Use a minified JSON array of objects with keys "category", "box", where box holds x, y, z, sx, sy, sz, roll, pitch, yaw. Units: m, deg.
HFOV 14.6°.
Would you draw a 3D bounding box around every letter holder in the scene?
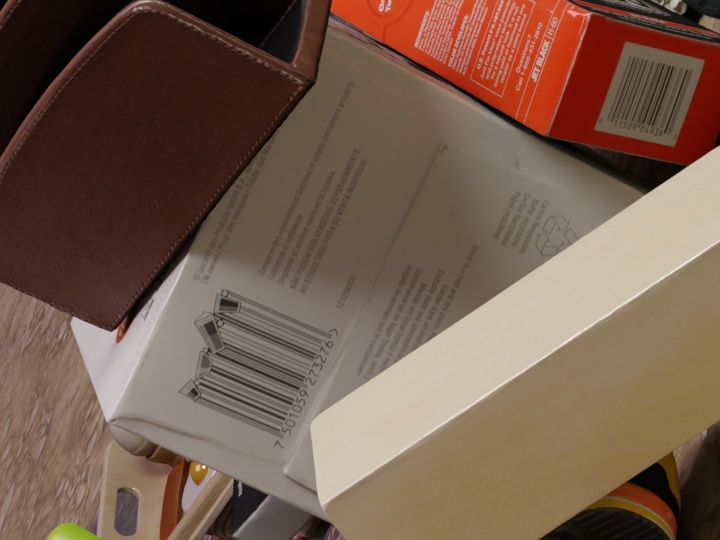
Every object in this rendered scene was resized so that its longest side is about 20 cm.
[{"category":"letter holder","box":[-0.118,-0.088,1.195,0.200,0.142,0.101,-48,24,46]}]

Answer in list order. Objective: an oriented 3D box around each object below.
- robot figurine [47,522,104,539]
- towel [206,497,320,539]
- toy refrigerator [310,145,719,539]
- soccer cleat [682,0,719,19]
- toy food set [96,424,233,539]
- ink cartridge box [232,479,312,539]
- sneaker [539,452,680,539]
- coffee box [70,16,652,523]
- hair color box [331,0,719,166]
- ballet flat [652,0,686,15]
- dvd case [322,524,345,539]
[{"category":"robot figurine","box":[-0.171,0.233,1.567,0.176,0.200,0.116,-66,20,1]},{"category":"towel","box":[-0.041,0.091,1.674,0.146,0.030,0.200,-70,15,-12]},{"category":"toy refrigerator","box":[0.082,0.044,1.070,0.200,0.070,0.076,-34,21,9]},{"category":"soccer cleat","box":[0.140,-0.207,1.266,0.081,0.067,0.200,60,-166,-68]},{"category":"toy food set","box":[-0.104,0.085,1.720,0.200,0.060,0.144,-55,19,28]},{"category":"ink cartridge box","box":[-0.006,0.060,1.538,0.200,0.037,0.095,-48,26,30]},{"category":"sneaker","box":[0.068,0.128,1.157,0.200,0.070,0.090,-47,18,42]},{"category":"coffee box","box":[0.000,0.000,1.320,0.200,0.200,0.198,-63,15,6]},{"category":"hair color box","box":[0.072,-0.114,1.284,0.200,0.101,0.061,34,110,49]},{"category":"ballet flat","box":[0.138,-0.153,1.340,0.200,0.072,0.072,-60,15,20]},{"category":"dvd case","box":[-0.023,0.202,1.464,0.200,0.016,0.149,-62,15,18]}]
